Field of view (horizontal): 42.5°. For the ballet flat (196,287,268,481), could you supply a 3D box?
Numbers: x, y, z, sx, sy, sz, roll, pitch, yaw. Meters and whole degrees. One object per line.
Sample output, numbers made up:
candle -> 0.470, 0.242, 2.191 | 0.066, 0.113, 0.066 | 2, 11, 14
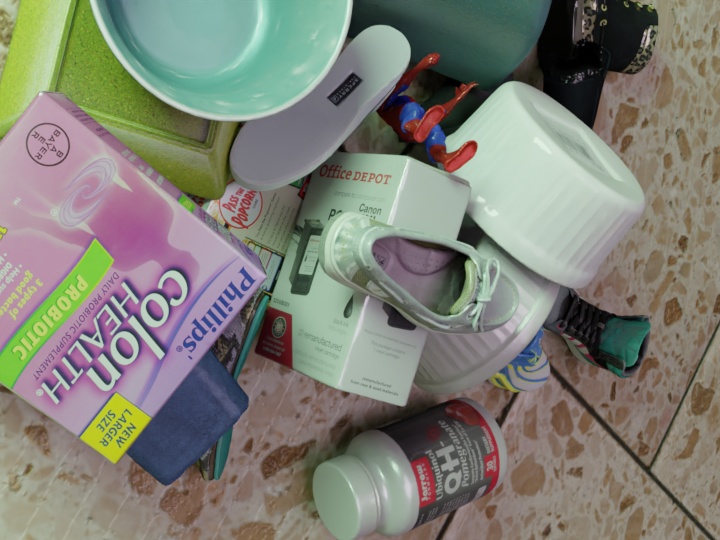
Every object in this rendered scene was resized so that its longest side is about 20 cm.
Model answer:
ballet flat -> -0.136, 0.097, 0.840 | 0.071, 0.072, 0.202 | -2, 119, -38

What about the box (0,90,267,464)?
box -> -0.200, 0.003, 0.676 | 0.200, 0.097, 0.176 | 40, 91, -15

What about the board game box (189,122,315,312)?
board game box -> -0.071, -0.036, 0.884 | 0.199, 0.046, 0.153 | 30, 79, -37

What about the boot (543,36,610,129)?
boot -> 0.207, -0.148, 1.031 | 0.200, 0.076, 0.169 | -42, 144, -32

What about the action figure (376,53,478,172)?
action figure -> 0.070, -0.154, 0.843 | 0.099, 0.200, 0.065 | -46, 110, 2

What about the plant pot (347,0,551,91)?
plant pot -> 0.099, -0.303, 0.837 | 0.194, 0.200, 0.199 | 18, 86, -13

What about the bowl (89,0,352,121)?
bowl -> -0.114, -0.209, 0.693 | 0.199, 0.105, 0.203 | -2, 94, -26

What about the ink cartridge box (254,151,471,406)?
ink cartridge box -> 0.000, 0.000, 0.822 | 0.083, 0.145, 0.202 | 19, 86, -36

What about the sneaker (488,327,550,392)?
sneaker -> 0.178, 0.094, 1.064 | 0.199, 0.105, 0.076 | 32, 78, -36

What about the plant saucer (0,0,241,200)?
plant saucer -> -0.174, -0.179, 0.750 | 0.198, 0.048, 0.202 | 14, 86, -27

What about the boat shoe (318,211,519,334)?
boat shoe -> 0.059, 0.007, 0.735 | 0.201, 0.064, 0.075 | 25, 83, -36

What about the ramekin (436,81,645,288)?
ramekin -> 0.177, -0.089, 0.889 | 0.199, 0.201, 0.098 | 19, 123, -38

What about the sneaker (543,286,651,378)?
sneaker -> 0.290, 0.071, 1.138 | 0.199, 0.120, 0.084 | 35, 76, -36

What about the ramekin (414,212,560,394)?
ramekin -> 0.097, 0.017, 0.938 | 0.094, 0.202, 0.203 | 42, 71, -23

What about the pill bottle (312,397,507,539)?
pill bottle -> 0.051, 0.212, 0.979 | 0.198, 0.110, 0.112 | -14, 106, -36

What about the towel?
towel -> -0.191, 0.073, 0.765 | 0.111, 0.049, 0.200 | -40, 104, -1

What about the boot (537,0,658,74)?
boot -> 0.288, -0.329, 1.100 | 0.152, 0.073, 0.206 | -6, 109, -35

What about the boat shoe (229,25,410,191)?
boat shoe -> -0.036, -0.136, 0.827 | 0.071, 0.070, 0.200 | 42, 74, 6

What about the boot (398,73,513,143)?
boot -> 0.093, -0.244, 0.967 | 0.164, 0.065, 0.202 | -20, 110, -36
